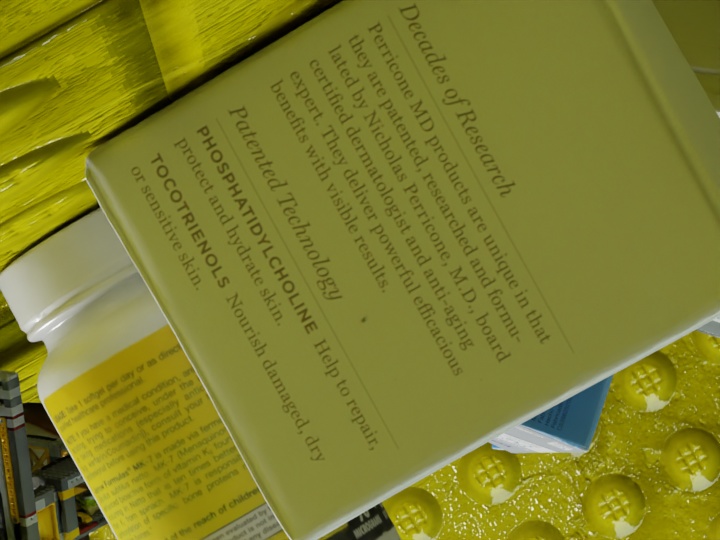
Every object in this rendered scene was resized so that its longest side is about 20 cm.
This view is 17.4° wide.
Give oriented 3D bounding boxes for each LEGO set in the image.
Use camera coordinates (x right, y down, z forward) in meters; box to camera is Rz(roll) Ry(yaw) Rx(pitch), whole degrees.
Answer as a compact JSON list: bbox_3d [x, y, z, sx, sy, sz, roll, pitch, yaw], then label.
[{"bbox_3d":[-0.199,0.079,1.165,0.153,0.116,0.200,8,-161,41],"label":"LEGO set"}]

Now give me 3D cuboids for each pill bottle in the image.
[{"bbox_3d":[-0.075,0.068,1.056,0.114,0.200,0.114,-29,178,-1],"label":"pill bottle"}]

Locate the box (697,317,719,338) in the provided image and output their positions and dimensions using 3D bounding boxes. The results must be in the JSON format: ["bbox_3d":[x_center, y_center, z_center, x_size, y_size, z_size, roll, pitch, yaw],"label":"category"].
[{"bbox_3d":[0.212,-0.087,1.257,0.043,0.160,0.200,17,119,-32],"label":"box"}]

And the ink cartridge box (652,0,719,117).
[{"bbox_3d":[0.107,-0.060,1.216,0.146,0.086,0.200,5,145,-40],"label":"ink cartridge box"}]

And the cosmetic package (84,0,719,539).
[{"bbox_3d":[0.037,-0.025,0.905,0.200,0.167,0.167,-30,178,13],"label":"cosmetic package"}]

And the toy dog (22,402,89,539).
[{"bbox_3d":[-0.239,0.166,1.442,0.193,0.140,0.200,21,141,-26],"label":"toy dog"}]

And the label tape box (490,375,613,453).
[{"bbox_3d":[0.104,0.033,1.422,0.200,0.066,0.144,165,-55,-76],"label":"label tape box"}]
